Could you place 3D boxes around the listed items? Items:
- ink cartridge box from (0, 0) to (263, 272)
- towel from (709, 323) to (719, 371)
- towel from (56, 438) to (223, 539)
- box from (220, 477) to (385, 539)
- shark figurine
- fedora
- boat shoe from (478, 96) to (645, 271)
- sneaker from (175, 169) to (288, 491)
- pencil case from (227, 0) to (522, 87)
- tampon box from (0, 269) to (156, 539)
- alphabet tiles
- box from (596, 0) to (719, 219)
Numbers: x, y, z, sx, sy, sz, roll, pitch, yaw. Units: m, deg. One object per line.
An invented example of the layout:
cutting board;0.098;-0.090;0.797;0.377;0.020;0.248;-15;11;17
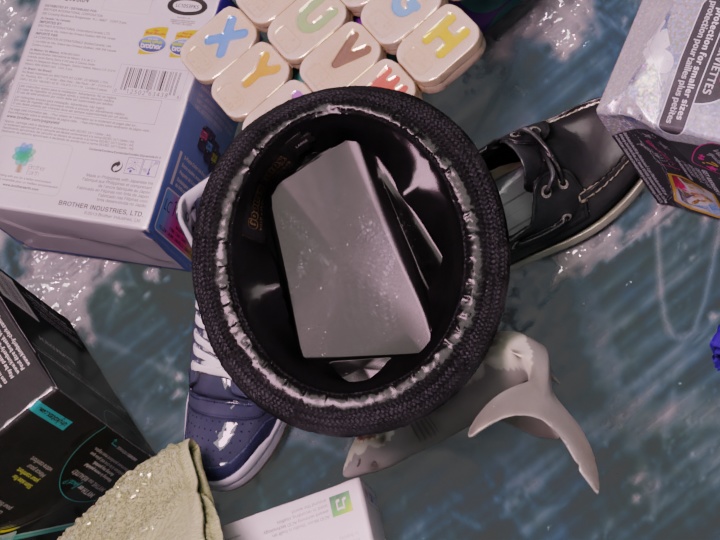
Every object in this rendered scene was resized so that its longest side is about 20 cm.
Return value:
ink cartridge box;-0.150;-0.111;1.541;0.136;0.076;0.201;9;73;24
towel;0.276;-0.007;1.302;0.049;0.147;0.201;11;70;58
towel;-0.154;0.201;1.392;0.200;0.036;0.149;-42;37;16
box;-0.040;0.236;1.374;0.143;0.036;0.201;-20;61;13
shark figurine;0.086;0.075;1.354;0.128;0.089;0.214;-55;18;-22
fedora;0.000;0.000;1.358;0.199;0.092;0.202;-2;77;10
boat shoe;0.094;-0.050;1.423;0.199;0.066;0.075;-30;61;8
sneaker;-0.077;0.025;1.435;0.070;0.109;0.201;10;72;25
pencil case;0.018;-0.156;1.488;0.200;0.085;0.093;-38;50;2
tampon box;-0.255;0.112;1.445;0.200;0.150;0.126;-38;60;2
alphabet tiles;-0.012;-0.163;1.446;0.195;0.015;0.200;-40;53;0
box;0.237;-0.139;1.366;0.114;0.132;0.201;16;75;29
